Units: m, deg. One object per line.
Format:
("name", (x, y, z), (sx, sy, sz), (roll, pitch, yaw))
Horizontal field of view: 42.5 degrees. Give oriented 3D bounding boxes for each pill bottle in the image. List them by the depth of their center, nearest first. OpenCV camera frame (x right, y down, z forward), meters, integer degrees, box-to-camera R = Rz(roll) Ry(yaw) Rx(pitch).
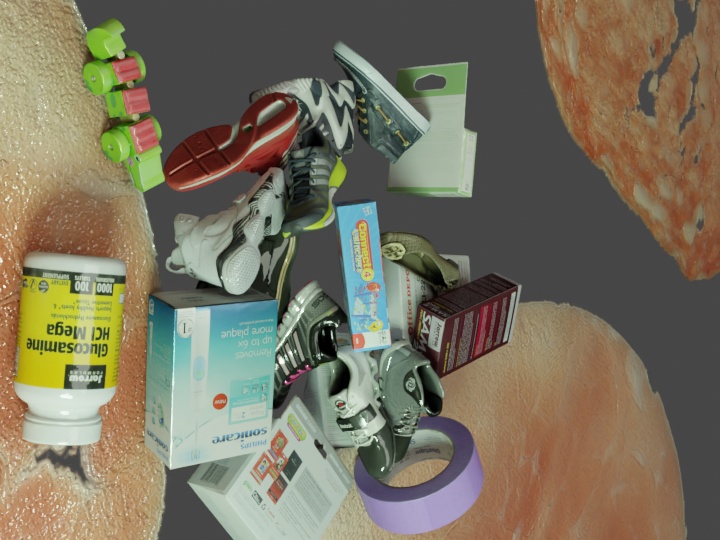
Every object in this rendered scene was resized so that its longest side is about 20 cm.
("pill bottle", (-0.322, 0.084, 1.023), (0.111, 0.111, 0.204), (5, 90, -49))

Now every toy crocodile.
("toy crocodile", (-0.274, -0.194, 1.094), (0.067, 0.061, 0.204), (-30, 115, -43))

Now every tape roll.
("tape roll", (0.091, 0.318, 1.455), (0.200, 0.198, 0.067), (-43, 124, -38))

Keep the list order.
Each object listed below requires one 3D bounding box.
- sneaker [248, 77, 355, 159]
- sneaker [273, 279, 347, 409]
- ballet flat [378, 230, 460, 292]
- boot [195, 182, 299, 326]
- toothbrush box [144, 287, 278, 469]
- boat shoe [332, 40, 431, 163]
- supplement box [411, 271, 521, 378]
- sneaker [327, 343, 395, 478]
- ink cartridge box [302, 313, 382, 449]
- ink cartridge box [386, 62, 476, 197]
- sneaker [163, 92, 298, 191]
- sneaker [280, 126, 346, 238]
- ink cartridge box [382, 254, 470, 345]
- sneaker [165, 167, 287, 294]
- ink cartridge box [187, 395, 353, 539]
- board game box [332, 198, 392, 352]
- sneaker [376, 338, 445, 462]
("sneaker", (-0.072, -0.199, 1.312), (0.198, 0.078, 0.132), (-16, 97, -58))
("sneaker", (-0.079, 0.118, 1.283), (0.202, 0.087, 0.074), (-64, 162, 15))
("ballet flat", (0.091, -0.010, 1.409), (0.199, 0.066, 0.047), (30, 56, -49))
("boot", (-0.157, -0.021, 1.240), (0.137, 0.077, 0.204), (-1, 93, -44))
("toothbrush box", (-0.189, 0.130, 1.166), (0.144, 0.085, 0.204), (-3, 105, -36))
("boat shoe", (0.013, -0.254, 1.417), (0.200, 0.071, 0.091), (41, 99, -21))
("supplement box", (0.167, 0.085, 1.461), (0.198, 0.060, 0.111), (-20, 125, -43))
("sneaker", (-0.010, 0.209, 1.358), (0.088, 0.074, 0.203), (4, 65, -50))
("ink cartridge box", (-0.024, 0.172, 1.442), (0.161, 0.056, 0.204), (9, 67, -49))
("ink cartridge box", (0.116, -0.221, 1.480), (0.048, 0.144, 0.204), (8, 87, -51))
("sneaker", (-0.159, -0.139, 1.219), (0.198, 0.079, 0.116), (-30, 150, -13))
("sneaker", (-0.073, -0.115, 1.218), (0.201, 0.073, 0.082), (-80, 150, -53))
("ink cartridge box", (0.095, 0.048, 1.513), (0.198, 0.083, 0.147), (1, 84, -48))
("sneaker", (-0.169, -0.062, 1.184), (0.076, 0.113, 0.202), (82, 23, -49))
("ink cartridge box", (-0.118, 0.298, 1.299), (0.176, 0.083, 0.202), (-52, 129, -32))
("board game box", (0.000, 0.000, 1.330), (0.200, 0.055, 0.200), (-118, -158, -83))
("sneaker", (0.073, 0.213, 1.379), (0.074, 0.115, 0.204), (-11, 113, -34))
